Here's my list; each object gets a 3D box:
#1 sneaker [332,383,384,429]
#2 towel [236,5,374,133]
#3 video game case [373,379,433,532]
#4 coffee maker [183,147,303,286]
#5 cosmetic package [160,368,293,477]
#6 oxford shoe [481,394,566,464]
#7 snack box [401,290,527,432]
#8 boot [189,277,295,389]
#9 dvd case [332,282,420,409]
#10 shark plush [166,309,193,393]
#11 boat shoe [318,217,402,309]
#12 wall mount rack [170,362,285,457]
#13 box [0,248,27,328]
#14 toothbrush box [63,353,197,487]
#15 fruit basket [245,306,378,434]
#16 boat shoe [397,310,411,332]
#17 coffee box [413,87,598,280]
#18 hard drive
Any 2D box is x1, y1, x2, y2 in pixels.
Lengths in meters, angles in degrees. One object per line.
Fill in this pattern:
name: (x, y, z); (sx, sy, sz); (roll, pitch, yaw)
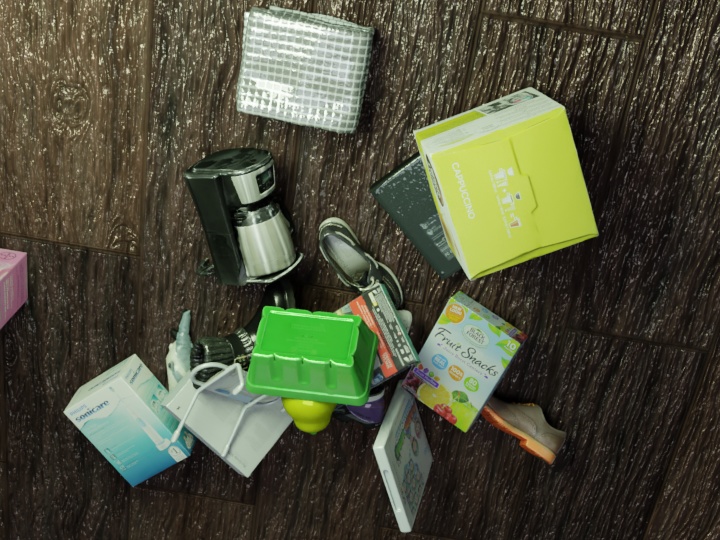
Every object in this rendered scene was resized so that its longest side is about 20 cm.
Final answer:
sneaker: (-0.047, 0.224, 1.659); (0.200, 0.076, 0.088); (14, 119, 36)
towel: (-0.089, -0.304, 1.442); (0.200, 0.086, 0.166); (10, 115, 1)
video game case: (0.078, 0.320, 1.662); (0.024, 0.200, 0.182); (-9, 115, 20)
coffee maker: (-0.209, -0.085, 1.531); (0.192, 0.135, 0.200); (-10, 114, 11)
cosmetic package: (-0.230, 0.245, 1.690); (0.200, 0.052, 0.151); (46, 68, -17)
oxford shoe: (0.278, 0.259, 1.700); (0.200, 0.071, 0.073); (38, 81, -5)
snack box: (0.175, 0.157, 1.631); (0.142, 0.053, 0.200); (34, 116, 14)
boot: (-0.200, 0.109, 1.612); (0.158, 0.079, 0.211); (4, 109, -25)
dvd case: (-0.013, 0.132, 1.583); (0.200, 0.022, 0.146); (-33, 72, 21)
shark plush: (-0.309, 0.167, 1.722); (0.083, 0.091, 0.200); (-6, 95, -13)
boat shoe: (0.000, 0.000, 1.593); (0.074, 0.060, 0.200); (-31, 109, 16)
wall mount rack: (-0.220, 0.231, 1.596); (0.174, 0.075, 0.200); (-36, 139, 23)
box: (-0.684, 0.037, 1.598); (0.176, 0.200, 0.097); (9, 116, 2)
toothbrush box: (-0.418, 0.277, 1.752); (0.146, 0.085, 0.200); (-31, 109, 19)
fruit basket: (-0.077, 0.163, 1.534); (0.215, 0.156, 0.216); (8, 147, 5)
boat shoe: (0.042, 0.149, 1.656); (0.065, 0.074, 0.200); (-8, 139, -29)
coffee box: (0.209, -0.133, 1.409); (0.200, 0.198, 0.200); (-19, 108, 2)
hard drive: (0.129, -0.098, 1.549); (0.139, 0.033, 0.200); (-34, 108, 19)
